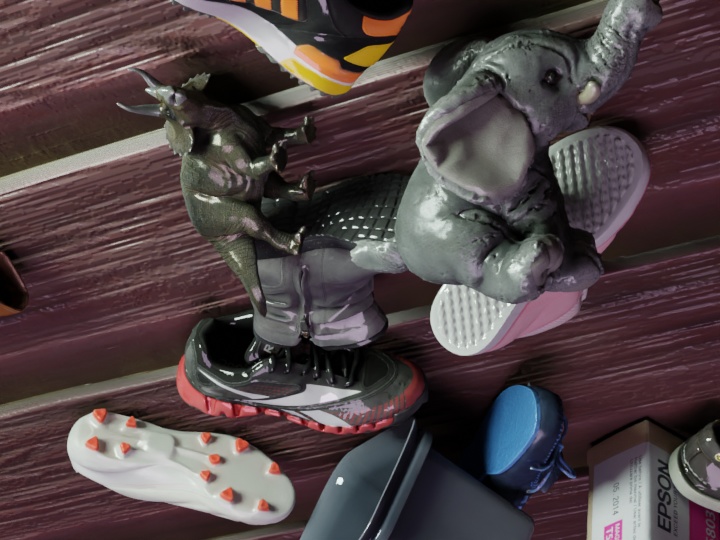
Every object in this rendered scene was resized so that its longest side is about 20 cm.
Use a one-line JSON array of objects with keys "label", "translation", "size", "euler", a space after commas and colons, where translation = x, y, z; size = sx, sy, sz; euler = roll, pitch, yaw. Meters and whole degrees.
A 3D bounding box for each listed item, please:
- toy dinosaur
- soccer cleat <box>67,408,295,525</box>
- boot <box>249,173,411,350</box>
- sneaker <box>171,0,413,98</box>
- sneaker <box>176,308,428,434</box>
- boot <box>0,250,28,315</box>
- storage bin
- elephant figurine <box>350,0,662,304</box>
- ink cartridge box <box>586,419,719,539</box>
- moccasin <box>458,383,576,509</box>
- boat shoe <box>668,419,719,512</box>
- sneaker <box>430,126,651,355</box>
[{"label": "toy dinosaur", "translation": [-0.086, -0.062, 1.367], "size": [0.102, 0.077, 0.201], "euler": [10, 135, 21]}, {"label": "soccer cleat", "translation": [-0.152, 0.170, 1.708], "size": [0.199, 0.070, 0.078], "euler": [18, 148, -2]}, {"label": "boot", "translation": [0.000, 0.000, 1.445], "size": [0.199, 0.070, 0.132], "euler": [3, 139, 27]}, {"label": "sneaker", "translation": [-0.057, -0.189, 1.219], "size": [0.200, 0.070, 0.090], "euler": [32, 122, -29]}, {"label": "sneaker", "translation": [-0.046, 0.075, 1.551], "size": [0.199, 0.071, 0.098], "euler": [7, 146, 4]}, {"label": "boot", "translation": [-0.355, -0.005, 1.496], "size": [0.154, 0.077, 0.200], "euler": [-9, 143, 24]}, {"label": "storage bin", "translation": [0.041, 0.225, 1.623], "size": [0.134, 0.146, 0.200], "euler": [30, 156, -9]}, {"label": "elephant figurine", "translation": [0.092, -0.092, 1.268], "size": [0.154, 0.141, 0.201], "euler": [-16, 116, -31]}, {"label": "ink cartridge box", "translation": [0.262, 0.245, 1.614], "size": [0.164, 0.201, 0.075], "euler": [29, 138, -28]}, {"label": "moccasin", "translation": [0.133, 0.142, 1.619], "size": [0.068, 0.081, 0.200], "euler": [11, 158, -10]}, {"label": "boat shoe", "translation": [0.347, 0.171, 1.606], "size": [0.200, 0.072, 0.061], "euler": [16, 139, -16]}, {"label": "sneaker", "translation": [0.138, -0.022, 1.400], "size": [0.200, 0.075, 0.104], "euler": [-50, 159, 24]}]
